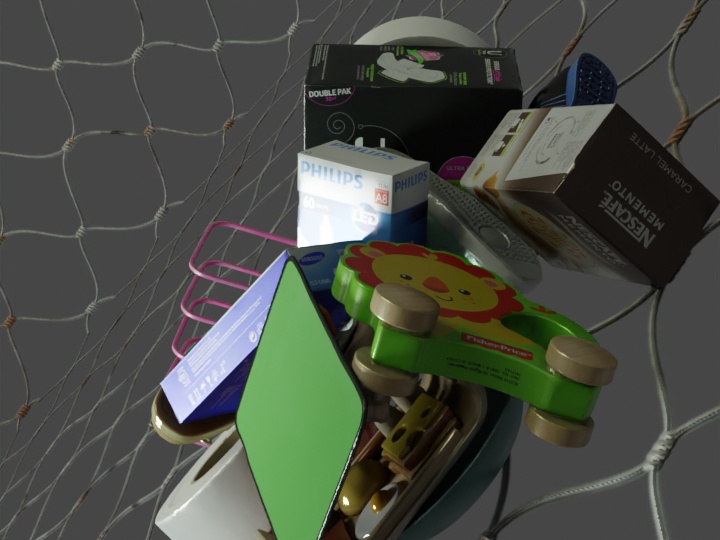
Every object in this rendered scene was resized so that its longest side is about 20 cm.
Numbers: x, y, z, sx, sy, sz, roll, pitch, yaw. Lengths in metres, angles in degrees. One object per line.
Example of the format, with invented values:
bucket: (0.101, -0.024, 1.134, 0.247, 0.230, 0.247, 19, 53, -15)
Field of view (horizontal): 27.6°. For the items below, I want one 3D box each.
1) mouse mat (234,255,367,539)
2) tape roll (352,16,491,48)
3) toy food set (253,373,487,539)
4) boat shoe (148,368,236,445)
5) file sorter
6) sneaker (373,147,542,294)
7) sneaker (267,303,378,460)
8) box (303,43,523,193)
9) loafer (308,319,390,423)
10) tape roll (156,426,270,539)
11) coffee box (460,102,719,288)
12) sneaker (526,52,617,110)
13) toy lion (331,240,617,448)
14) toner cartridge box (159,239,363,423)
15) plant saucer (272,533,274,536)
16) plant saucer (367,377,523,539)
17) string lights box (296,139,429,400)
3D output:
mouse mat: (-0.047, 0.105, 1.049, 0.201, 0.007, 0.163, -118, 42, -53)
tape roll: (0.061, -0.148, 1.472, 0.203, 0.202, 0.071, -47, 15, 19)
toy food set: (0.003, 0.142, 1.098, 0.201, 0.060, 0.143, -51, 15, -6)
boat shoe: (-0.134, 0.115, 1.340, 0.063, 0.073, 0.200, -49, -8, 29)
file sorter: (-0.124, 0.070, 1.505, 0.139, 0.124, 0.202, -70, -5, -64)
sneaker: (0.066, -0.008, 1.284, 0.073, 0.200, 0.119, -9, -50, -51)
sneaker: (-0.028, 0.080, 1.181, 0.077, 0.072, 0.201, -51, -28, -26)
box: (0.048, -0.124, 1.377, 0.125, 0.197, 0.150, -84, -5, -64)
loafer: (0.021, 0.055, 1.117, 0.200, 0.062, 0.073, -56, -26, -53)
tape roll: (-0.095, 0.180, 1.350, 0.203, 0.071, 0.202, -46, 5, 5)
coffee box: (0.168, -0.059, 1.117, 0.080, 0.114, 0.200, -53, 14, -6)
sneaker: (0.177, -0.114, 1.316, 0.078, 0.070, 0.201, -44, 11, 41)
toy lion: (0.075, 0.036, 1.044, 0.192, 0.197, 0.069, -73, 0, -70)
toner cartridge box: (-0.076, 0.052, 1.221, 0.094, 0.043, 0.200, -10, -28, -49)
plant saucer: (-0.057, 0.271, 1.204, 0.201, 0.032, 0.201, -48, 15, 17)
plant saucer: (0.061, 0.140, 1.124, 0.200, 0.036, 0.200, -45, 16, 16)
string lights box: (0.000, 0.000, 1.254, 0.102, 0.203, 0.059, 15, 24, 34)
